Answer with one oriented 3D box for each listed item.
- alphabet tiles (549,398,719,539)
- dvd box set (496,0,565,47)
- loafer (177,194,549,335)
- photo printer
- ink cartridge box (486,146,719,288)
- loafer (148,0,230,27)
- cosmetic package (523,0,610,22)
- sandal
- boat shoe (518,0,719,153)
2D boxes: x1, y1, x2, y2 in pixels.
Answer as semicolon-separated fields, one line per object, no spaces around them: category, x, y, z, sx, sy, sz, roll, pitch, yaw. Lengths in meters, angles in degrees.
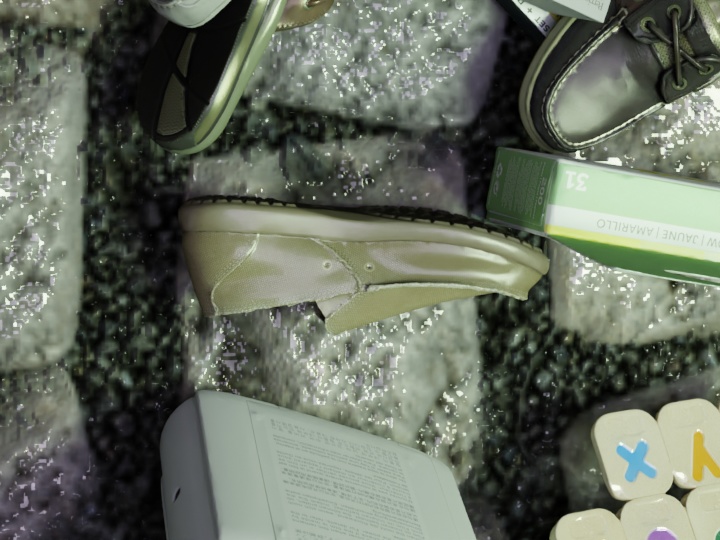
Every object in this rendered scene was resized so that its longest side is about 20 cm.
alphabet tiles;0.200;0.162;1.205;0.199;0.015;0.197;-9;69;-23
dvd box set;0.150;-0.211;1.229;0.200;0.029;0.146;-46;106;-6
loafer;0.000;0.000;1.196;0.199;0.076;0.068;6;97;-7
photo printer;-0.017;0.146;1.137;0.165;0.200;0.070;18;109;-16
ink cartridge box;0.162;-0.024;1.165;0.145;0.200;0.048;9;94;-15
loafer;-0.063;-0.220;1.123;0.070;0.070;0.201;19;96;-50
cosmetic package;0.049;-0.195;1.130;0.199;0.051;0.083;19;89;-36
sandal;-0.047;-0.148;1.172;0.057;0.080;0.202;31;90;-43
boat shoe;0.171;-0.133;1.194;0.200;0.065;0.073;-41;113;-7
